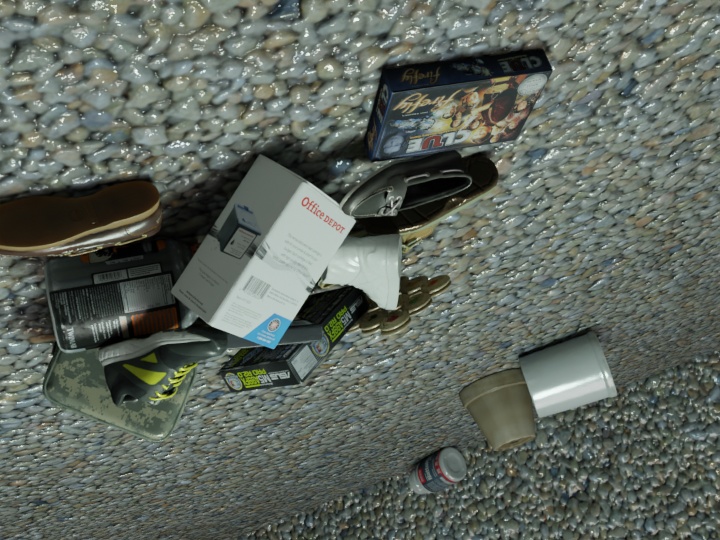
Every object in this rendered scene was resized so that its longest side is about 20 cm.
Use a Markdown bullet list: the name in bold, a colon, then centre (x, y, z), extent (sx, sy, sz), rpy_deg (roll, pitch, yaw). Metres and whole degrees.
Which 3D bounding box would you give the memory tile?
- **memory tile**: centre (0.038, 0.051, 1.313), extent (0.153, 0.017, 0.199), rpy_deg (-39, -160, -32)

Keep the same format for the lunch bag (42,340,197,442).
- **lunch bag**: centre (-0.346, 0.146, 1.200), extent (0.199, 0.140, 0.168), rpy_deg (23, 169, -16)

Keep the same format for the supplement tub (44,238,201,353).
- **supplement tub**: centre (-0.292, 0.028, 1.076), extent (0.199, 0.123, 0.123), rpy_deg (-10, 155, -17)

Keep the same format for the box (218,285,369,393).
- **box**: centre (-0.099, 0.103, 1.280), extent (0.160, 0.044, 0.200), rpy_deg (-15, -158, 42)

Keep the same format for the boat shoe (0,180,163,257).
- **boat shoe**: centre (-0.323, -0.046, 0.956), extent (0.199, 0.071, 0.070), rpy_deg (-10, 151, -18)

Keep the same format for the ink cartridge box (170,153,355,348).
- **ink cartridge box**: centre (-0.114, -0.019, 1.034), extent (0.201, 0.086, 0.146), rpy_deg (-58, 150, 0)

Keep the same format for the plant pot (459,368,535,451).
- **plant pot**: centre (0.383, 0.383, 2.254), extent (0.199, 0.175, 0.200), rpy_deg (-14, 157, -6)

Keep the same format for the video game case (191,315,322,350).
- **video game case**: centre (-0.177, 0.082, 1.184), extent (0.199, 0.026, 0.181), rpy_deg (-4, -173, -24)

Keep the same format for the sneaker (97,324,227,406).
- **sneaker**: centre (-0.235, 0.118, 1.025), extent (0.199, 0.085, 0.074), rpy_deg (-14, 175, 34)

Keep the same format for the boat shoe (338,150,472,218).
- **boat shoe**: centre (0.063, -0.104, 1.053), extent (0.199, 0.057, 0.067), rpy_deg (-27, 159, -35)

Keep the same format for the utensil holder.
- **utensil holder**: centre (0.514, 0.261, 2.098), extent (0.199, 0.171, 0.170), rpy_deg (-19, 156, 9)

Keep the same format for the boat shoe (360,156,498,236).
- **boat shoe**: centre (0.097, -0.091, 1.170), extent (0.199, 0.072, 0.076), rpy_deg (-18, 168, 0)

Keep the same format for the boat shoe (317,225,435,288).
- **boat shoe**: centre (0.023, -0.032, 1.244), extent (0.199, 0.063, 0.073), rpy_deg (-21, 155, 6)

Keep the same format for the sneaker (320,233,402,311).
- **sneaker**: centre (0.000, 0.000, 1.174), extent (0.115, 0.074, 0.200), rpy_deg (2, 156, 5)

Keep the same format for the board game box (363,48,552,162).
- **board game box**: centre (0.112, -0.193, 0.996), extent (0.199, 0.035, 0.136), rpy_deg (-11, 155, -15)

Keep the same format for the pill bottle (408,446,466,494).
- **pill bottle**: centre (0.262, 0.703, 2.918), extent (0.119, 0.120, 0.200), rpy_deg (4, 148, -40)
